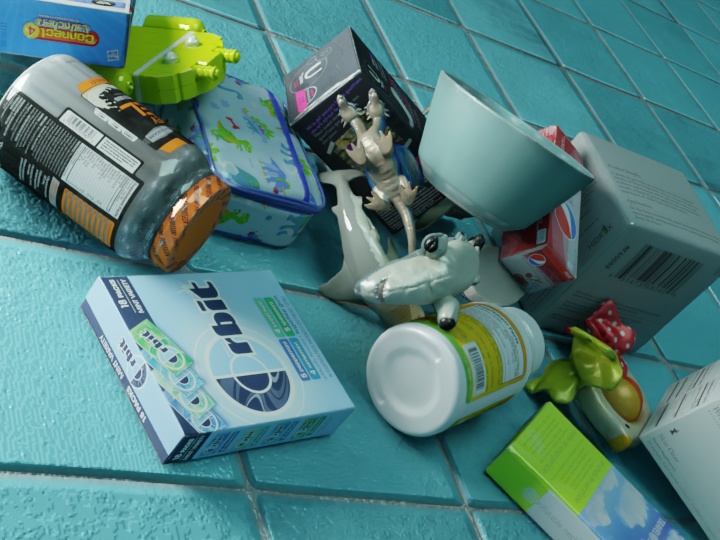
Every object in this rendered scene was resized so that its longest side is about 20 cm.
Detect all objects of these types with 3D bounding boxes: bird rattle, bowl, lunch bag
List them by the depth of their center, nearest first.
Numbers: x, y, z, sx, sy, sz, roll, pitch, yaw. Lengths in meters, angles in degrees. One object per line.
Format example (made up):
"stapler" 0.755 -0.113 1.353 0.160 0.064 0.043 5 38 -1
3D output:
"lunch bag" -0.129 -0.126 1.236 0.160 0.082 0.200 17 39 -38
"bowl" 0.141 -0.117 1.242 0.201 0.105 0.201 33 14 -9
"bird rattle" 0.283 0.134 1.357 0.163 0.113 0.200 59 22 8

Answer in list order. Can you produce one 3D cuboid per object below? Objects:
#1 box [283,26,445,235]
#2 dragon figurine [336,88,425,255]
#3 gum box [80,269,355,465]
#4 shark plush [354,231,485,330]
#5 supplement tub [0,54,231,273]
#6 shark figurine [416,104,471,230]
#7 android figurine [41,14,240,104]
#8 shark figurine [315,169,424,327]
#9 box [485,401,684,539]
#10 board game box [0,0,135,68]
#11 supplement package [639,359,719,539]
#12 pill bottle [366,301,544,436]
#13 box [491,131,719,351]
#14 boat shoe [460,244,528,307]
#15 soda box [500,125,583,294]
"box" 0.013 -0.160 1.337 0.200 0.106 0.122 46 18 -31
"dragon figurine" 0.031 -0.101 1.218 0.200 0.059 0.099 64 13 -7
"gum box" -0.123 0.077 1.018 0.200 0.045 0.170 -2 50 -46
"shark plush" 0.072 -0.015 1.150 0.200 0.083 0.091 -47 124 -52
"supplement tub" -0.224 -0.093 1.038 0.200 0.123 0.123 36 31 5
"shark figurine" 0.104 -0.108 1.470 0.089 0.128 0.215 44 7 -47
"android figurine" -0.222 -0.216 1.183 0.199 0.041 0.182 9 34 22
"shark figurine" -0.011 -0.016 1.217 0.215 0.089 0.128 65 12 6
"box" 0.233 0.239 1.182 0.200 0.048 0.122 45 33 9
"board game box" -0.323 -0.265 1.128 0.199 0.056 0.196 6 25 -11
"supplement package" 0.439 0.220 1.323 0.200 0.111 0.156 55 32 1
"pill bottle" 0.106 0.093 1.174 0.200 0.111 0.111 -13 58 -53
"box" 0.316 -0.032 1.467 0.199 0.200 0.172 15 41 -33
"boat shoe" 0.139 0.013 1.322 0.200 0.093 0.075 -8 80 -57
"soda box" 0.212 -0.074 1.331 0.070 0.063 0.200 45 40 -33
